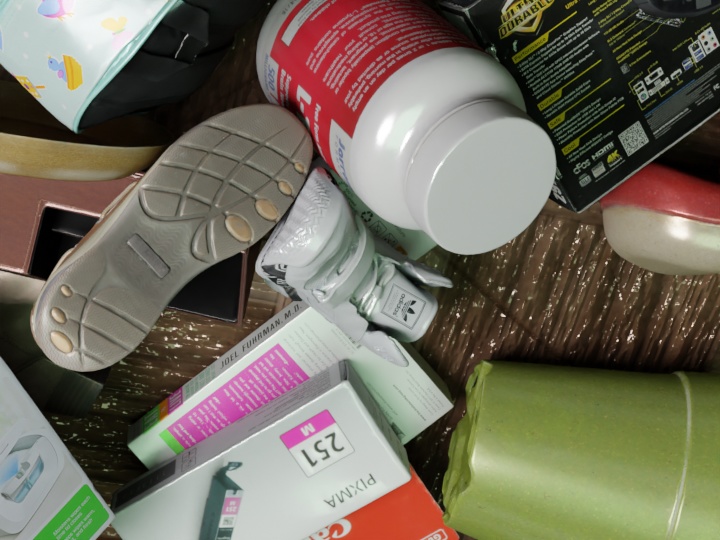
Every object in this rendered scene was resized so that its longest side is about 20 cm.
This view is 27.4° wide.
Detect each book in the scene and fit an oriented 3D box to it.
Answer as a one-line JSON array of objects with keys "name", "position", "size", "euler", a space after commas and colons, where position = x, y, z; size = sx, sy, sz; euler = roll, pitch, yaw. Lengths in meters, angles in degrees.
[{"name": "book", "position": [-0.051, 0.106, 1.072], "size": [0.200, 0.048, 0.134], "euler": [-36, 115, 10]}]

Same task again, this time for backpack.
[{"name": "backpack", "position": [-0.130, -0.170, 0.820], "size": [0.153, 0.200, 0.176], "euler": [44, 107, -10]}]

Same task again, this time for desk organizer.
[{"name": "desk organizer", "position": [-0.162, -0.025, 0.922], "size": [0.199, 0.072, 0.077], "euler": [13, 86, 2]}]

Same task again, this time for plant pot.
[{"name": "plant pot", "position": [0.162, 0.143, 1.058], "size": [0.189, 0.200, 0.201], "euler": [14, 116, -1]}, {"name": "plant pot", "position": [-0.208, -0.084, 0.855], "size": [0.199, 0.200, 0.028], "euler": [10, 102, -13]}]

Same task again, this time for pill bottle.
[{"name": "pill bottle", "position": [0.026, -0.095, 0.871], "size": [0.112, 0.200, 0.113], "euler": [-16, 128, -22]}]

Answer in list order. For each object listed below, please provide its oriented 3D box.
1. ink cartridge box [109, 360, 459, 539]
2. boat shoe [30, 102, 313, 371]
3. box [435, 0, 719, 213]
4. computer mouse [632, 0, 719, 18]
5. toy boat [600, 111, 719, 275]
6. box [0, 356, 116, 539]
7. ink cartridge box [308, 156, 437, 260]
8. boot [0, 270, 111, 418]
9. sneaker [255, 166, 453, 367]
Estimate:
[{"name": "ink cartridge box", "position": [-0.051, 0.185, 1.060], "size": [0.199, 0.044, 0.174], "euler": [-30, 109, 7]}, {"name": "boat shoe", "position": [-0.113, -0.025, 0.847], "size": [0.200, 0.072, 0.076], "euler": [-41, 106, -18]}, {"name": "box", "position": [0.170, -0.157, 0.929], "size": [0.200, 0.049, 0.160], "euler": [-36, 115, -5]}, {"name": "computer mouse", "position": [0.231, -0.172, 0.897], "size": [0.199, 0.046, 0.141], "euler": [-22, 111, -25]}, {"name": "toy boat", "position": [0.261, -0.064, 0.997], "size": [0.199, 0.131, 0.131], "euler": [-3, 89, -8]}, {"name": "box", "position": [-0.286, 0.114, 0.948], "size": [0.097, 0.200, 0.177], "euler": [-47, 122, -31]}, {"name": "ink cartridge box", "position": [0.069, -0.089, 0.987], "size": [0.200, 0.037, 0.095], "euler": [-35, 118, 13]}, {"name": "boot", "position": [-0.214, 0.004, 0.984], "size": [0.146, 0.070, 0.200], "euler": [29, 100, -10]}, {"name": "sneaker", "position": [0.000, 0.000, 0.921], "size": [0.115, 0.200, 0.075], "euler": [30, 83, -1]}]
